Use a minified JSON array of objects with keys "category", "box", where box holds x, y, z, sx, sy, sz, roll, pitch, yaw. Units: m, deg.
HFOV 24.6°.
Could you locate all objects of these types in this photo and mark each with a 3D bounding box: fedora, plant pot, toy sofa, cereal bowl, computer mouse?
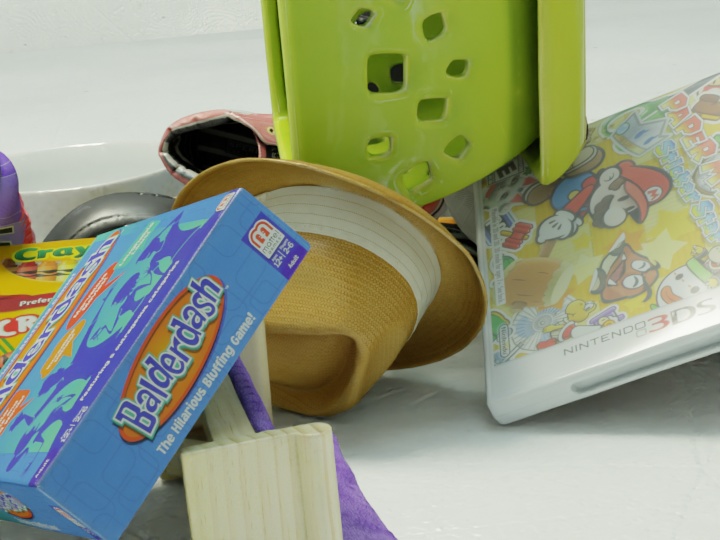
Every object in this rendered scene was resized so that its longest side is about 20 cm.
[{"category":"fedora","box":[-0.029,0.024,0.917,0.199,0.201,0.082,3,53,25]},{"category":"plant pot","box":[0.034,-0.154,0.987,0.179,0.201,0.200,-6,24,-5]},{"category":"toy sofa","box":[-0.043,0.083,0.774,0.097,0.084,0.200,-8,15,-10]},{"category":"cereal bowl","box":[-0.227,-0.046,1.327,0.198,0.084,0.200,-4,14,1]},{"category":"computer mouse","box":[-0.141,-0.044,1.197,0.198,0.047,0.140,-8,16,-13]}]

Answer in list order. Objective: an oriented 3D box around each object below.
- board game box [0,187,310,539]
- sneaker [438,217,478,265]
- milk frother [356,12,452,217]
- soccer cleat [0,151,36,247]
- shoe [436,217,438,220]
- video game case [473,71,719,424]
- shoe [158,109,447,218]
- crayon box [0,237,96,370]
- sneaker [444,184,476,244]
[{"category":"board game box","box":[-0.117,0.045,0.756,0.153,0.045,0.200,-57,19,-20]},{"category":"sneaker","box":[0.000,0.000,1.099,0.198,0.079,0.077,-4,19,0]},{"category":"milk frother","box":[0.080,-0.099,1.222,0.179,0.190,0.200,-2,15,12]},{"category":"soccer cleat","box":[-0.241,-0.032,1.084,0.072,0.069,0.200,8,-19,-21]},{"category":"shoe","box":[0.006,-0.037,1.223,0.070,0.053,0.200,-49,47,-2]},{"category":"video game case","box":[0.151,-0.020,0.935,0.181,0.023,0.201,-21,39,19]},{"category":"shoe","box":[-0.039,-0.069,1.142,0.198,0.072,0.091,14,12,19]},{"category":"crayon box","box":[-0.167,0.031,0.989,0.126,0.051,0.200,-6,27,-3]},{"category":"sneaker","box":[0.137,-0.032,1.093,0.111,0.073,0.200,4,38,-40]}]
